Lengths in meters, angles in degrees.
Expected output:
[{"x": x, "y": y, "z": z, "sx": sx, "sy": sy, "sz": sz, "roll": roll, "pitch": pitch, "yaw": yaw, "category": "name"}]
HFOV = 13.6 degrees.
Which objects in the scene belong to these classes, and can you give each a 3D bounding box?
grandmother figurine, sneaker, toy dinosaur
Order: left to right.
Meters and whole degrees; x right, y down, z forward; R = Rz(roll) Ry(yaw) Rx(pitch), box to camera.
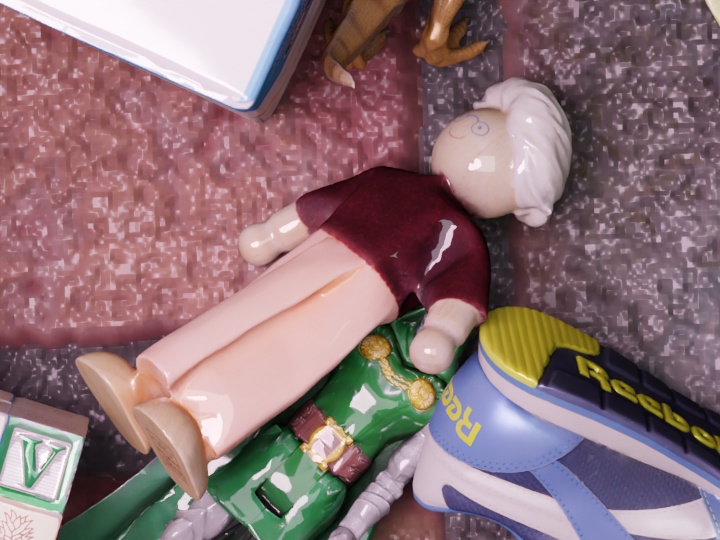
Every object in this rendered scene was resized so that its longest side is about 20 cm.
[{"x": 0.000, "y": 0.000, "z": 1.095, "sx": 0.200, "sy": 0.061, "sz": 0.121, "roll": -39, "pitch": 52, "yaw": -16, "category": "grandmother figurine"}, {"x": 0.012, "y": -0.108, "z": 1.083, "sx": 0.060, "sy": 0.106, "sz": 0.200, "roll": 21, "pitch": 54, "yaw": 13, "category": "toy dinosaur"}, {"x": 0.108, "y": 0.093, "z": 1.113, "sx": 0.199, "sy": 0.074, "sz": 0.082, "roll": 33, "pitch": 109, "yaw": -12, "category": "sneaker"}]

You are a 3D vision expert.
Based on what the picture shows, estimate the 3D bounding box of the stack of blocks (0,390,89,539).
[{"x": -0.199, "y": 0.054, "z": 1.071, "sx": 0.199, "sy": 0.059, "sz": 0.116, "roll": 17, "pitch": 93, "yaw": -4, "category": "stack of blocks"}]

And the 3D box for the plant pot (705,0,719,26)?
[{"x": 0.194, "y": -0.135, "z": 1.049, "sx": 0.199, "sy": 0.190, "sz": 0.201, "roll": 0, "pitch": 92, "yaw": -2, "category": "plant pot"}]

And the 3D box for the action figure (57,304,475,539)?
[{"x": -0.029, "y": 0.081, "z": 1.122, "sx": 0.118, "sy": 0.055, "sz": 0.200, "roll": 43, "pitch": 86, "yaw": 1, "category": "action figure"}]

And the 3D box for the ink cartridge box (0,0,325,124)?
[{"x": -0.069, "y": -0.146, "z": 1.038, "sx": 0.145, "sy": 0.200, "sz": 0.147, "roll": 24, "pitch": 91, "yaw": 0, "category": "ink cartridge box"}]
